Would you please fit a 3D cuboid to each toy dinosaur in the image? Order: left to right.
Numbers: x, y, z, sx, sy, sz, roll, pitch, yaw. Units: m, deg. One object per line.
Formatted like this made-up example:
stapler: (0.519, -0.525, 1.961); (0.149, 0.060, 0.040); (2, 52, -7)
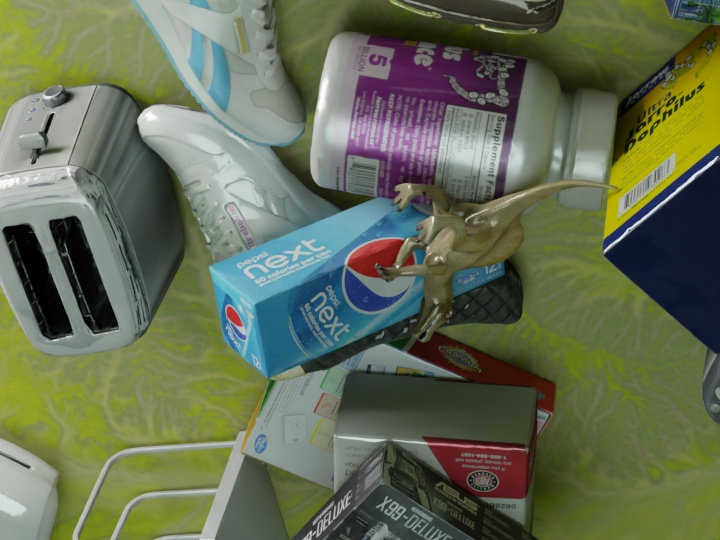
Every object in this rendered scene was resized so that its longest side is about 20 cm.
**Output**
toy dinosaur: (0.074, -0.029, 1.550); (0.101, 0.058, 0.200); (12, 140, -34)

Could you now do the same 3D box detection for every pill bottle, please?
pill bottle: (0.072, -0.097, 1.583); (0.200, 0.112, 0.112); (9, 124, 4)

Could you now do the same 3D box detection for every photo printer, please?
photo printer: (-0.336, 0.210, 1.878); (0.166, 0.069, 0.200); (19, 124, -2)

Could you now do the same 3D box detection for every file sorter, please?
file sorter: (-0.130, 0.251, 1.829); (0.124, 0.139, 0.200); (-6, 121, 16)

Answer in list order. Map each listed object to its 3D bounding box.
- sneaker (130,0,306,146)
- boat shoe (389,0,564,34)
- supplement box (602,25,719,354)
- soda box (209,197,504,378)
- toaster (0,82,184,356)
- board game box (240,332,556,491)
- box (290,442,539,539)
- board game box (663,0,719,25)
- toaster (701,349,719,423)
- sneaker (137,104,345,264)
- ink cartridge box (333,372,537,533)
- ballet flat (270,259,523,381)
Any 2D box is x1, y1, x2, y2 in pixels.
sneaker: (-0.090, -0.170, 1.587); (0.081, 0.077, 0.200); (-26, 117, 21)
boat shoe: (0.040, -0.203, 1.547); (0.200, 0.072, 0.060); (13, 147, 9)
supplement box: (0.239, -0.061, 1.523); (0.109, 0.200, 0.110); (40, 120, -16)
soda box: (0.000, 0.000, 1.619); (0.200, 0.068, 0.064); (-24, 124, -23)
toaster: (-0.200, -0.027, 1.666); (0.114, 0.129, 0.200); (-6, 121, 15)
board game box: (0.028, 0.114, 1.769); (0.200, 0.040, 0.153); (24, 123, -6)
box: (0.050, 0.236, 1.689); (0.200, 0.050, 0.158); (33, 121, -13)
board game box: (0.276, -0.218, 1.446); (0.200, 0.200, 0.062); (5, 125, -10)
toaster: (0.316, 0.021, 1.596); (0.114, 0.129, 0.200); (23, 124, -6)
sneaker: (-0.085, -0.039, 1.650); (0.200, 0.100, 0.075); (39, 160, -14)
ink cartridge box: (0.056, 0.184, 1.735); (0.147, 0.083, 0.200); (3, 123, 7)
ballet flat: (0.025, 0.044, 1.678); (0.200, 0.066, 0.057); (-20, 109, -4)
